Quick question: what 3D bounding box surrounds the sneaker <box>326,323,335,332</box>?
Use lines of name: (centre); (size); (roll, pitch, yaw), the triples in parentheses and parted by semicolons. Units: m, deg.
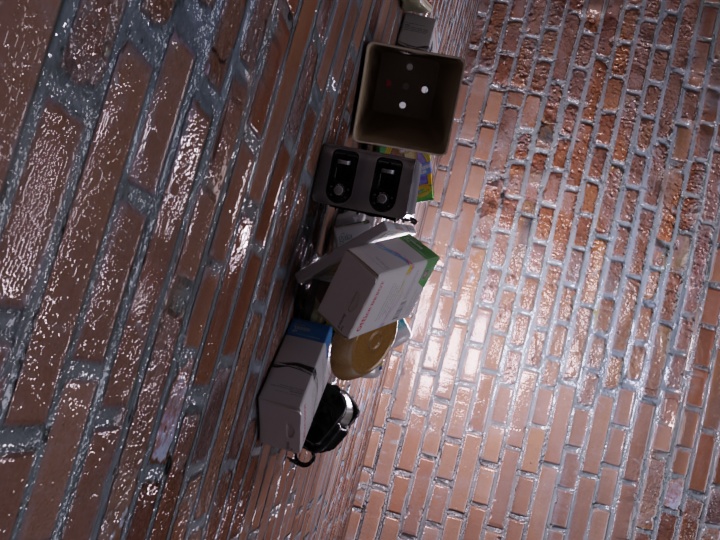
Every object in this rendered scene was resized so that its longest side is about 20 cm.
sneaker: (-0.067, 0.065, 1.719); (0.200, 0.073, 0.084); (107, -9, -67)

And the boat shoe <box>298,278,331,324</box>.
boat shoe: (-0.086, 0.070, 1.595); (0.072, 0.066, 0.201); (-56, 178, -30)

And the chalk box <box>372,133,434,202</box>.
chalk box: (0.095, -0.224, 1.890); (0.125, 0.123, 0.202); (-107, -170, -63)

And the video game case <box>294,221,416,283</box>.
video game case: (-0.005, -0.032, 1.558); (0.023, 0.199, 0.182); (62, 18, 9)

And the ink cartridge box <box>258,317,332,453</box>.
ink cartridge box: (-0.119, 0.214, 1.547); (0.145, 0.083, 0.201); (94, 12, -45)

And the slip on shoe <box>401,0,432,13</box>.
slip on shoe: (0.125, -0.628, 1.870); (0.200, 0.073, 0.062); (8, 93, -76)

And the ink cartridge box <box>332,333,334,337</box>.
ink cartridge box: (-0.057, 0.159, 1.844); (0.099, 0.039, 0.200); (-37, -178, 17)

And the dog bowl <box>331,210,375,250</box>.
dog bowl: (-0.008, -0.107, 1.851); (0.200, 0.058, 0.202); (14, 90, -82)

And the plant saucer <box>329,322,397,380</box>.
plant saucer: (0.018, 0.134, 1.644); (0.200, 0.035, 0.202); (-34, 137, -39)

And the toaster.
toaster: (0.021, -0.160, 1.553); (0.200, 0.179, 0.120); (-13, 116, -80)

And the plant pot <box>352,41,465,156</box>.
plant pot: (0.099, -0.372, 1.736); (0.177, 0.198, 0.201); (-83, -177, -68)

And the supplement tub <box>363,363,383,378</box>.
supplement tub: (0.002, 0.148, 2.014); (0.145, 0.143, 0.202); (-9, 112, -80)

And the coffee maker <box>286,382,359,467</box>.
coffee maker: (-0.090, 0.333, 1.754); (0.200, 0.134, 0.194); (57, 48, -77)

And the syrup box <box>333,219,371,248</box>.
syrup box: (0.000, 0.000, 1.731); (0.081, 0.078, 0.202); (-100, 178, -81)

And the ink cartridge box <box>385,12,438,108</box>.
ink cartridge box: (0.127, -0.500, 2.019); (0.144, 0.083, 0.202); (56, 48, -77)

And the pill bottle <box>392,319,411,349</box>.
pill bottle: (0.024, 0.085, 1.839); (0.201, 0.110, 0.111); (62, 5, 8)

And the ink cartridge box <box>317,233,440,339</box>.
ink cartridge box: (0.034, 0.026, 1.497); (0.199, 0.087, 0.146); (-18, 141, -52)
